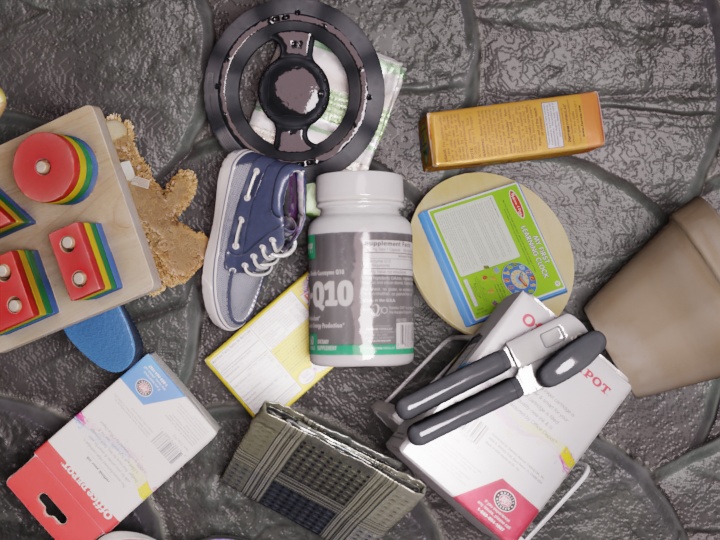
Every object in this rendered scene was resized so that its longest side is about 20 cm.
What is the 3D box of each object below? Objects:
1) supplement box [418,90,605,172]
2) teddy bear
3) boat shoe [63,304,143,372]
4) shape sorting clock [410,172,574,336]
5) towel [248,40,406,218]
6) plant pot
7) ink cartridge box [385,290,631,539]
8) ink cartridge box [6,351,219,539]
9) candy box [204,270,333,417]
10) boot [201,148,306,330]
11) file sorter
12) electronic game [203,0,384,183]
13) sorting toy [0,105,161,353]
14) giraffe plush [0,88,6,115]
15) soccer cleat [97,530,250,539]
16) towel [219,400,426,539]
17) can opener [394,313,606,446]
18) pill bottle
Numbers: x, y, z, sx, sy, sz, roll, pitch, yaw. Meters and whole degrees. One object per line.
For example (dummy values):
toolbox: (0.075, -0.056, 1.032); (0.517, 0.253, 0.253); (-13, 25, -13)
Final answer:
supplement box: (0.169, -0.156, 1.161); (0.199, 0.067, 0.069); (-10, 90, -7)
teddy bear: (-0.247, -0.070, 1.111); (0.200, 0.067, 0.145); (39, 62, -15)
boat shoe: (-0.290, 0.017, 1.094); (0.084, 0.069, 0.201); (-36, 82, 13)
shape sorting clock: (0.146, -0.016, 1.148); (0.199, 0.039, 0.201); (4, 70, -11)
towel: (-0.049, -0.163, 1.161); (0.148, 0.031, 0.201); (20, 89, -3)
plant pot: (0.348, 0.046, 1.130); (0.173, 0.200, 0.201); (-30, 92, 11)
ink cartridge box: (0.144, 0.144, 1.011); (0.147, 0.086, 0.200); (42, 78, -2)
ink cartridge box: (-0.264, 0.196, 1.108); (0.200, 0.067, 0.116); (-41, 93, -5)
candy box: (-0.066, 0.073, 1.152); (0.200, 0.026, 0.102); (-40, 91, -6)
boot: (-0.111, -0.023, 1.093); (0.090, 0.073, 0.201); (17, 109, 35)
file sorter: (0.132, 0.183, 1.117); (0.124, 0.139, 0.200); (-43, 93, -8)
electronic game: (-0.072, -0.195, 1.123); (0.199, 0.042, 0.201); (0, 97, 1)
sorting toy: (-0.330, -0.040, 1.032); (0.199, 0.070, 0.200); (-21, 86, 15)
giraffe plush: (-0.466, -0.211, 1.057); (0.172, 0.162, 0.201); (-17, 112, -13)
soccer cleat: (-0.184, 0.322, 1.088); (0.199, 0.073, 0.069); (12, 112, -26)
towel: (-0.041, 0.220, 1.084); (0.192, 0.200, 0.035); (29, 51, -3)
can opener: (0.130, 0.098, 0.937); (0.199, 0.067, 0.054); (-25, 86, -11)
pill bottle: (0.000, 0.000, 1.093); (0.112, 0.113, 0.201); (0, 87, -6)
